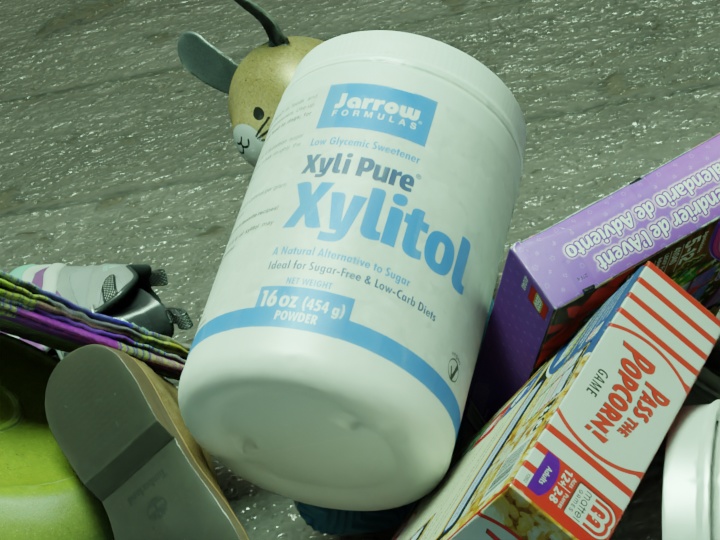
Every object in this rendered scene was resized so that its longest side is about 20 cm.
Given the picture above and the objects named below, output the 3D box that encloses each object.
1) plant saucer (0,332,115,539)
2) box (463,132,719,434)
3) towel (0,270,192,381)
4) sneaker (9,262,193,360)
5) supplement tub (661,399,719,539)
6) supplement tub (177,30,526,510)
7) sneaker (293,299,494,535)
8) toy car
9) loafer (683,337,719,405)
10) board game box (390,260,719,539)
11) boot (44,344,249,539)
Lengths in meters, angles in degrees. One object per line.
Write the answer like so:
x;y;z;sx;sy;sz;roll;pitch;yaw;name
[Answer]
-0.198;0.075;0.860;0.199;0.031;0.200;19;23;-9;plant saucer
0.126;0.016;0.852;0.136;0.200;0.039;-29;69;-16;box
-0.165;0.023;0.892;0.143;0.199;0.023;7;78;49;towel
-0.170;0.048;1.051;0.139;0.078;0.201;-8;31;15;sneaker
0.228;0.110;0.685;0.198;0.145;0.145;-4;31;20;supplement tub
0.000;0.000;0.831;0.131;0.132;0.201;-1;54;25;supplement tub
0.009;0.074;0.938;0.080;0.077;0.200;-16;24;35;sneaker
-0.044;-0.076;1.021;0.157;0.201;0.164;-34;-5;-29;toy car
0.235;0.067;0.829;0.199;0.070;0.070;6;36;33;loafer
0.060;0.104;0.749;0.152;0.046;0.200;-50;-1;-44;board game box
-0.077;0.127;0.819;0.073;0.075;0.201;-33;68;16;boot
